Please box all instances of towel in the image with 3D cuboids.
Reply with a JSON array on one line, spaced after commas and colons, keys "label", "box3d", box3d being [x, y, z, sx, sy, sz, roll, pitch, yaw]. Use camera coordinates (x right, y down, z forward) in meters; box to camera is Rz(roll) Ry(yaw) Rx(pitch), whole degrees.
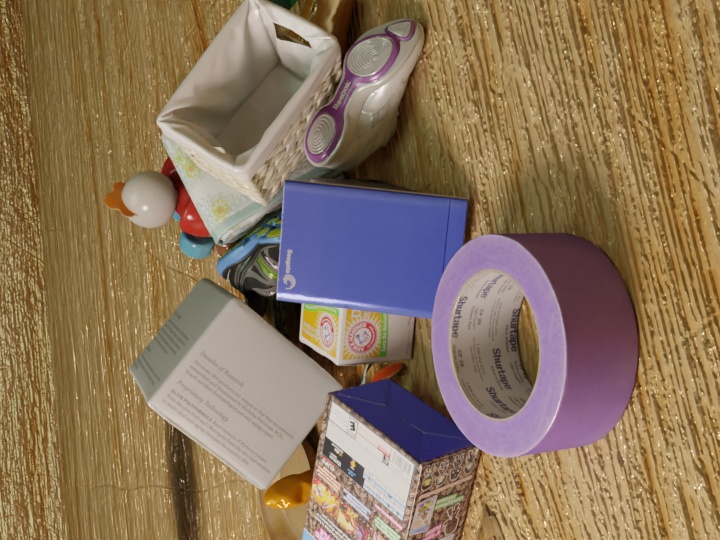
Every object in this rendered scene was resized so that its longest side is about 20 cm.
[{"label": "towel", "box3d": [-0.126, 0.008, 1.370, 0.200, 0.023, 0.154, 93, 162, -63]}, {"label": "towel", "box3d": [-0.131, -0.148, 1.212, 0.172, 0.199, 0.048, 60, 177, 20]}]

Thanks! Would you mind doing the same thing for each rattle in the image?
[{"label": "rattle", "box3d": [-0.037, 0.191, 1.179, 0.131, 0.141, 0.201, -99, 20, -47]}]

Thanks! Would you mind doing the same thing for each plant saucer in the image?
[{"label": "plant saucer", "box3d": [-0.171, -0.014, 1.452, 0.200, 0.032, 0.202, 168, 90, -82]}, {"label": "plant saucer", "box3d": [-0.097, 0.319, 1.391, 0.200, 0.035, 0.203, 4, 95, 60]}]

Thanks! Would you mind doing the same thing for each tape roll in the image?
[{"label": "tape roll", "box3d": [0.153, 0.066, 0.880, 0.199, 0.084, 0.202, 5, 96, 60]}]

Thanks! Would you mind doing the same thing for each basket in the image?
[{"label": "basket", "box3d": [-0.121, -0.195, 1.136, 0.135, 0.201, 0.124, 31, 167, 16]}]

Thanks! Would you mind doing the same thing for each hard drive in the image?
[{"label": "hard drive", "box3d": [0.011, -0.022, 1.037, 0.025, 0.198, 0.133, -52, -32, -76]}]

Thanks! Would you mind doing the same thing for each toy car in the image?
[{"label": "toy car", "box3d": [-0.339, -0.135, 1.631, 0.178, 0.198, 0.185, 64, 142, 36]}]

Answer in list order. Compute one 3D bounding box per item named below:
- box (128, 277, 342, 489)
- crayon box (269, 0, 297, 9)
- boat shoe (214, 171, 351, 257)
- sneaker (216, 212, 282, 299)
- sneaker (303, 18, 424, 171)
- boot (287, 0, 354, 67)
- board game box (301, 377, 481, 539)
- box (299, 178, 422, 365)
[{"label": "box", "box3d": [-0.170, 0.142, 1.269, 0.172, 0.200, 0.199, -52, 20, -8]}, {"label": "crayon box", "box3d": [-0.070, -0.436, 1.246, 0.200, 0.050, 0.128, -30, 45, 57]}, {"label": "boat shoe", "box3d": [-0.099, -0.069, 1.238, 0.199, 0.068, 0.072, -33, 52, 5]}, {"label": "sneaker", "box3d": [-0.098, -0.016, 1.151, 0.083, 0.071, 0.199, 51, 141, -10]}, {"label": "sneaker", "box3d": [0.014, -0.203, 1.124, 0.201, 0.099, 0.075, -53, 55, 15]}, {"label": "boot", "box3d": [-0.073, -0.319, 1.290, 0.201, 0.070, 0.145, 34, 115, 50]}, {"label": "board game box", "box3d": [0.031, 0.250, 1.067, 0.159, 0.096, 0.202, 31, 119, 43]}, {"label": "box", "box3d": [0.000, 0.000, 1.131, 0.112, 0.100, 0.202, 26, 114, 58]}]
